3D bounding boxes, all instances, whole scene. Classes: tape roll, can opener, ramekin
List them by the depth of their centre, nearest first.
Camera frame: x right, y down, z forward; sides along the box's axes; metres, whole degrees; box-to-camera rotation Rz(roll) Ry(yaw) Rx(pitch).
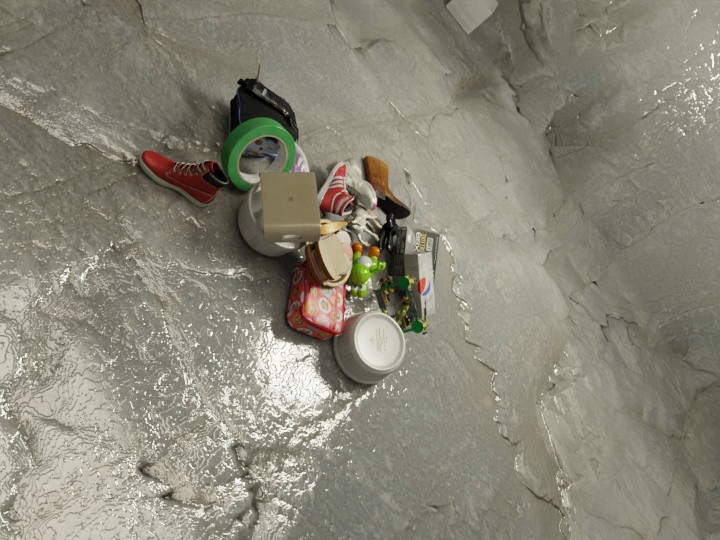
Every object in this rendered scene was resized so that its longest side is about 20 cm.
[{"bbox_3d":[-0.270,-0.304,1.490,0.199,0.201,0.048,-1,40,-44],"label":"tape roll"},{"bbox_3d":[-0.233,-0.132,1.492,0.201,0.094,0.204,22,54,-34],"label":"ramekin"},{"bbox_3d":[0.031,0.204,1.530,0.201,0.094,0.204,10,66,-24],"label":"ramekin"},{"bbox_3d":[0.082,-0.111,1.794,0.079,0.063,0.201,61,25,-26],"label":"can opener"}]

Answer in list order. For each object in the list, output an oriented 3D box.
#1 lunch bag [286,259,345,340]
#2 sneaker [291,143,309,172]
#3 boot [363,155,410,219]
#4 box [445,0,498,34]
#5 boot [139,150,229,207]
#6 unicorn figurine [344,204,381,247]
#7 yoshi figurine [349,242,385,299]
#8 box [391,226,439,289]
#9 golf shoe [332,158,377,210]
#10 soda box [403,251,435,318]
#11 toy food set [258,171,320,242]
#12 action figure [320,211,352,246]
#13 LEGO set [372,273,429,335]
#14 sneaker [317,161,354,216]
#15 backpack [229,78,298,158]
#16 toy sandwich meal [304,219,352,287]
[{"bbox_3d":[-0.107,0.084,1.516,0.176,0.082,0.202,28,49,-36],"label":"lunch bag"},{"bbox_3d":[-0.210,-0.288,1.634,0.114,0.072,0.202,-14,78,-44],"label":"sneaker"},{"bbox_3d":[0.091,-0.287,1.948,0.187,0.068,0.201,17,48,-28],"label":"boot"},{"bbox_3d":[0.597,-1.418,2.985,0.200,0.171,0.200,45,44,-14],"label":"box"},{"bbox_3d":[-0.422,-0.249,1.351,0.199,0.144,0.073,32,50,-25],"label":"boot"},{"bbox_3d":[0.003,-0.144,1.752,0.137,0.074,0.200,42,17,-22],"label":"unicorn figurine"},{"bbox_3d":[0.006,-0.011,1.631,0.112,0.112,0.201,47,31,-27],"label":"yoshi figurine"},{"bbox_3d":[0.179,-0.032,1.819,0.157,0.050,0.202,9,87,-41],"label":"box"},{"bbox_3d":[-0.022,-0.270,1.804,0.091,0.075,0.201,-19,66,-34],"label":"golf shoe"},{"bbox_3d":[0.185,0.044,1.752,0.063,0.068,0.202,-11,101,-39],"label":"soda box"},{"bbox_3d":[-0.181,-0.165,1.420,0.142,0.061,0.202,-2,64,-14],"label":"toy food set"},{"bbox_3d":[-0.107,-0.128,1.627,0.200,0.069,0.131,37,28,-36],"label":"action figure"},{"bbox_3d":[0.127,0.108,1.666,0.201,0.153,0.116,66,22,7],"label":"LEGO set"},{"bbox_3d":[-0.056,-0.245,1.711,0.112,0.071,0.201,21,57,6],"label":"sneaker"},{"bbox_3d":[-0.275,-0.404,1.577,0.189,0.154,0.202,10,63,-30],"label":"backpack"},{"bbox_3d":[-0.072,-0.050,1.488,0.204,0.070,0.207,20,64,-47],"label":"toy sandwich meal"}]
